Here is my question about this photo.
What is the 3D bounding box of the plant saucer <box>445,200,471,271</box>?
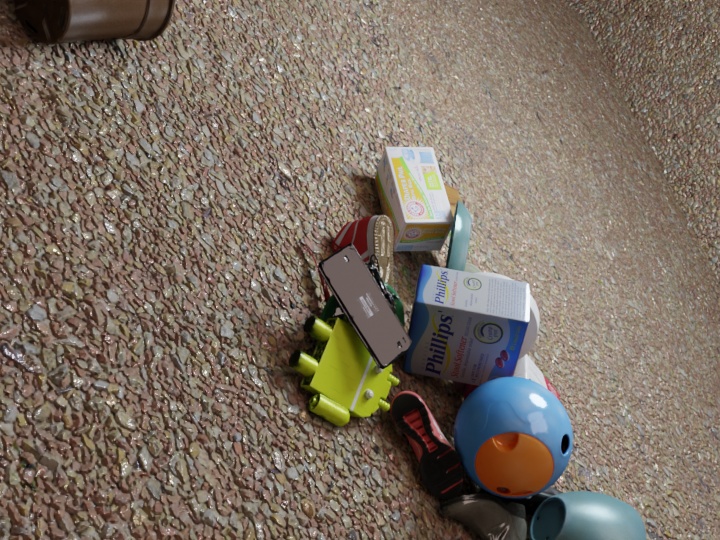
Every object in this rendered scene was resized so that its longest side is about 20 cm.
[{"bbox_3d":[0.199,-0.041,1.713,0.036,0.201,0.201,10,40,4],"label":"plant saucer"}]

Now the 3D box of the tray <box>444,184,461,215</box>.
[{"bbox_3d":[0.159,-0.165,1.905,0.199,0.037,0.099,18,47,-41],"label":"tray"}]

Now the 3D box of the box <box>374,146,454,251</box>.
[{"bbox_3d":[0.109,-0.148,1.739,0.111,0.102,0.201,-2,57,-17],"label":"box"}]

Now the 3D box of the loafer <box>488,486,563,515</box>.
[{"bbox_3d":[0.311,0.404,1.548,0.199,0.073,0.073,22,40,-38],"label":"loafer"}]

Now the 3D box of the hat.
[{"bbox_3d":[-0.032,0.074,1.478,0.165,0.176,0.202,15,91,-29],"label":"hat"}]

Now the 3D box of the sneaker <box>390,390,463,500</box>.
[{"bbox_3d":[0.120,0.289,1.426,0.201,0.073,0.087,64,8,0],"label":"sneaker"}]

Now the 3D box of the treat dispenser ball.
[{"bbox_3d":[0.257,0.282,1.421,0.200,0.201,0.202,30,40,-29],"label":"treat dispenser ball"}]

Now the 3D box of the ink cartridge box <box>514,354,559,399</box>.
[{"bbox_3d":[0.324,0.289,1.632,0.147,0.082,0.201,47,33,-29],"label":"ink cartridge box"}]

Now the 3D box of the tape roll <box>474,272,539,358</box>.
[{"bbox_3d":[0.246,0.096,1.629,0.203,0.202,0.037,44,36,-12],"label":"tape roll"}]

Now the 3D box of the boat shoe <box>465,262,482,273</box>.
[{"bbox_3d":[0.270,0.075,1.811,0.201,0.072,0.068,56,-2,17],"label":"boat shoe"}]

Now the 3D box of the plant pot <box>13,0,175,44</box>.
[{"bbox_3d":[-0.436,-0.455,1.342,0.201,0.200,0.198,54,41,3],"label":"plant pot"}]

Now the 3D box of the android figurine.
[{"bbox_3d":[-0.020,0.160,1.356,0.199,0.041,0.183,36,64,-26],"label":"android figurine"}]

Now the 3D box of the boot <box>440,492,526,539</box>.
[{"bbox_3d":[0.222,0.453,1.408,0.199,0.068,0.132,22,50,-35],"label":"boot"}]

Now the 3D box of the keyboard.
[{"bbox_3d":[0.012,0.055,1.369,0.104,0.040,0.201,-32,92,-29],"label":"keyboard"}]

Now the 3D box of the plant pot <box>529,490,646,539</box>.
[{"bbox_3d":[0.374,0.466,1.458,0.134,0.200,0.201,33,38,-17],"label":"plant pot"}]

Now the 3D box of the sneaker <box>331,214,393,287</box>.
[{"bbox_3d":[0.000,0.000,1.558,0.071,0.112,0.202,12,81,-46],"label":"sneaker"}]

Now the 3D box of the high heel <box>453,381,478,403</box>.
[{"bbox_3d":[0.227,0.260,1.551,0.067,0.096,0.201,20,46,-38],"label":"high heel"}]

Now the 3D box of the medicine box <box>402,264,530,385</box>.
[{"bbox_3d":[0.187,0.104,1.501,0.198,0.183,0.103,10,42,4],"label":"medicine box"}]
